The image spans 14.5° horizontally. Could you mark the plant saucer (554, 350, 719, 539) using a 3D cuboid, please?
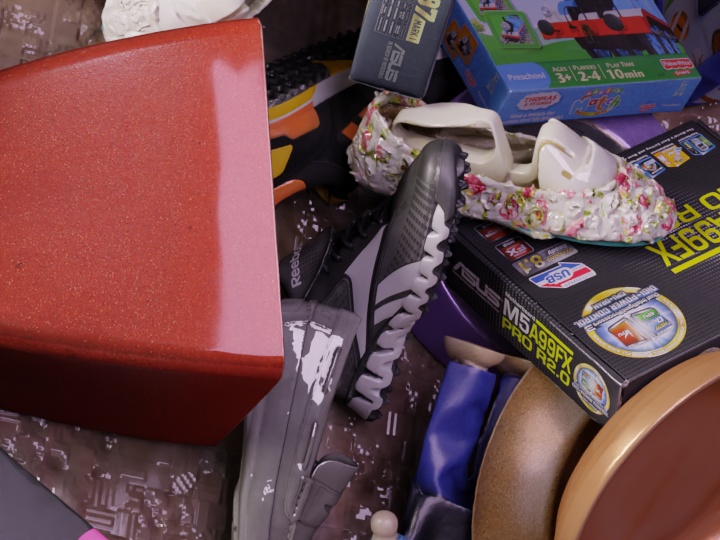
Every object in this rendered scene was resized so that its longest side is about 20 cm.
[{"bbox_3d":[0.184,0.120,1.622,0.200,0.201,0.037,-24,50,-29],"label":"plant saucer"}]

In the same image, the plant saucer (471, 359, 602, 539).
[{"bbox_3d":[0.145,0.133,1.681,0.200,0.035,0.201,-15,111,-44],"label":"plant saucer"}]

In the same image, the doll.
[{"bbox_3d":[0.060,0.145,1.656,0.136,0.048,0.201,16,90,-38],"label":"doll"}]

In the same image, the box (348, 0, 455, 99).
[{"bbox_3d":[0.048,-0.220,1.610,0.051,0.200,0.158,16,51,-1],"label":"box"}]

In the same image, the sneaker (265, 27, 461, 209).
[{"bbox_3d":[-0.008,-0.090,1.725,0.200,0.070,0.090,-22,117,-38],"label":"sneaker"}]

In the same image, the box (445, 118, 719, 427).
[{"bbox_3d":[0.175,0.000,1.666,0.199,0.044,0.160,-24,48,-28],"label":"box"}]

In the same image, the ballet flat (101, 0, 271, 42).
[{"bbox_3d":[-0.063,-0.177,1.587,0.200,0.072,0.072,-38,94,1],"label":"ballet flat"}]

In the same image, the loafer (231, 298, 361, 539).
[{"bbox_3d":[-0.036,0.117,1.612,0.069,0.070,0.201,5,98,1],"label":"loafer"}]

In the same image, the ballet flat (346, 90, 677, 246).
[{"bbox_3d":[0.088,-0.061,1.646,0.199,0.064,0.076,10,39,9],"label":"ballet flat"}]

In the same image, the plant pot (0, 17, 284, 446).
[{"bbox_3d":[-0.153,-0.015,1.564,0.175,0.200,0.201,-1,75,-14],"label":"plant pot"}]

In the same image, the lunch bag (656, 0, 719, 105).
[{"bbox_3d":[0.281,-0.208,1.826,0.124,0.170,0.200,39,63,-7],"label":"lunch bag"}]

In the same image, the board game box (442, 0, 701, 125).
[{"bbox_3d":[0.103,-0.179,1.760,0.151,0.037,0.200,-7,54,-33],"label":"board game box"}]

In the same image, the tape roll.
[{"bbox_3d":[0.113,-0.024,1.754,0.199,0.066,0.201,7,73,-24],"label":"tape roll"}]

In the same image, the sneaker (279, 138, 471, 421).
[{"bbox_3d":[0.000,0.000,1.635,0.090,0.200,0.067,19,39,-4],"label":"sneaker"}]

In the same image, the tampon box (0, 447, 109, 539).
[{"bbox_3d":[-0.253,0.157,1.493,0.200,0.126,0.150,40,63,-10],"label":"tampon box"}]
